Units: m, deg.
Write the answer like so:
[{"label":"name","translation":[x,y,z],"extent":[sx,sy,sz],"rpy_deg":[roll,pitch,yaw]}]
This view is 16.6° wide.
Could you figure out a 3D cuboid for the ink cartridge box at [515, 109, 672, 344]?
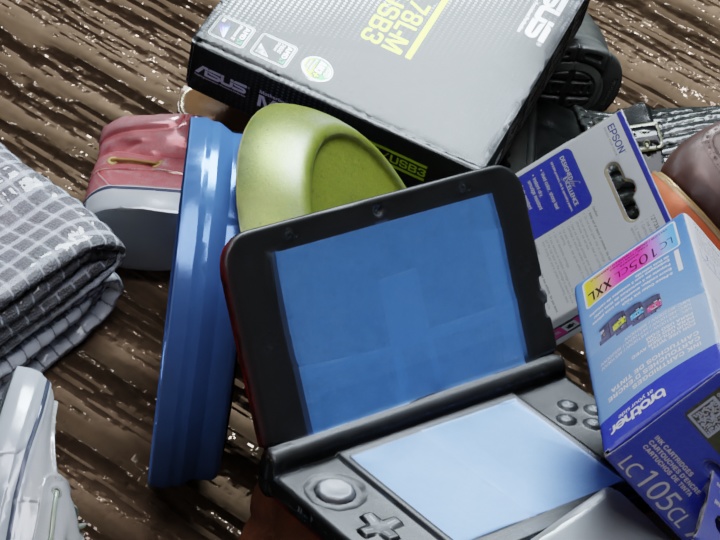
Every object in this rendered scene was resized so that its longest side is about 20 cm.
[{"label":"ink cartridge box","translation":[0.088,0.001,1.401],"extent":[0.200,0.037,0.095],"rpy_deg":[-33,59,21]}]

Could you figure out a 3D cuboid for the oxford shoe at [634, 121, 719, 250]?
[{"label":"oxford shoe","translation":[0.253,-0.002,1.445],"extent":[0.200,0.071,0.073],"rpy_deg":[44,92,-16]}]

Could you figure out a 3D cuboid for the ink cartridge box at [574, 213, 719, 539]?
[{"label":"ink cartridge box","translation":[0.177,0.078,1.180],"extent":[0.136,0.076,0.200],"rpy_deg":[46,16,-20]}]

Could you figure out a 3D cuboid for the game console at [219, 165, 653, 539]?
[{"label":"game console","translation":[0.051,0.051,1.216],"extent":[0.199,0.119,0.172],"rpy_deg":[-16,37,-36]}]

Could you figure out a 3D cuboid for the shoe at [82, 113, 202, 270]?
[{"label":"shoe","translation":[-0.066,-0.043,1.480],"extent":[0.199,0.072,0.091],"rpy_deg":[7,46,-3]}]

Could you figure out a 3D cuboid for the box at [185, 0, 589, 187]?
[{"label":"box","translation":[0.021,-0.146,1.504],"extent":[0.192,0.048,0.200],"rpy_deg":[24,49,11]}]

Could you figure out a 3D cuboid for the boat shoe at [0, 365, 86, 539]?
[{"label":"boat shoe","translation":[-0.179,0.147,1.302],"extent":[0.066,0.074,0.201],"rpy_deg":[18,56,-13]}]

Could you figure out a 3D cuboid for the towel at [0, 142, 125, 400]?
[{"label":"towel","translation":[-0.256,0.003,1.397],"extent":[0.165,0.086,0.200],"rpy_deg":[36,52,23]}]

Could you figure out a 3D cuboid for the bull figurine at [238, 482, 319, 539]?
[{"label":"bull figurine","translation":[-0.021,0.143,1.286],"extent":[0.065,0.200,0.122],"rpy_deg":[34,82,-27]}]

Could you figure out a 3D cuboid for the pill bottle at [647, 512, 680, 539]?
[{"label":"pill bottle","translation":[0.129,0.130,1.328],"extent":[0.199,0.113,0.113],"rpy_deg":[-18,53,-24]}]

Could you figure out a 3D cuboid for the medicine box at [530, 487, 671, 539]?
[{"label":"medicine box","translation":[0.129,0.240,1.169],"extent":[0.103,0.201,0.182],"rpy_deg":[-31,60,-31]}]

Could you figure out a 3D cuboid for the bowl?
[{"label":"bowl","translation":[-0.085,0.018,1.332],"extent":[0.039,0.201,0.201],"rpy_deg":[6,47,-5]}]

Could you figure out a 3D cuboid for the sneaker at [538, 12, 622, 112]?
[{"label":"sneaker","translation":[0.068,-0.144,1.605],"extent":[0.199,0.076,0.091],"rpy_deg":[8,36,-8]}]

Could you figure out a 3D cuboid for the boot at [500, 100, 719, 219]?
[{"label":"boot","translation":[0.160,-0.033,1.503],"extent":[0.157,0.080,0.212],"rpy_deg":[8,47,-3]}]

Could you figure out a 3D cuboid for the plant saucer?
[{"label":"plant saucer","translation":[0.000,0.000,1.313],"extent":[0.031,0.200,0.201],"rpy_deg":[-20,42,25]}]

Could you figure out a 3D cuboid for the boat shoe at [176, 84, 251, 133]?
[{"label":"boat shoe","translation":[-0.015,-0.098,1.536],"extent":[0.199,0.074,0.076],"rpy_deg":[6,47,-5]}]
